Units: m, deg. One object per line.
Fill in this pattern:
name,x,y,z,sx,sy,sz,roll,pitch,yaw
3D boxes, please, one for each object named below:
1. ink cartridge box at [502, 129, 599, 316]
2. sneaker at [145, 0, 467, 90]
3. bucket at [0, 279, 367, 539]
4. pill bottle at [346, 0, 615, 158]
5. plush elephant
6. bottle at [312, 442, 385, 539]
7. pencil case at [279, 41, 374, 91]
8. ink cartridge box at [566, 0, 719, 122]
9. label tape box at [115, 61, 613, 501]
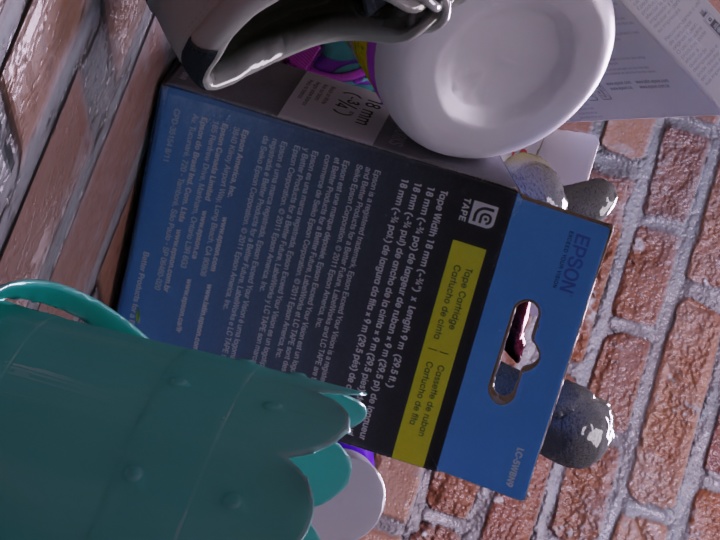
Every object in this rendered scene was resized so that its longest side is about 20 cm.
ink cartridge box,0.034,-0.049,1.280,0.067,0.200,0.117,20,86,-44
sneaker,0.020,-0.120,0.787,0.073,0.200,0.071,59,9,-71
bucket,-0.089,0.109,0.694,0.207,0.134,0.208,17,90,-87
pill bottle,0.027,-0.144,0.954,0.200,0.104,0.104,-119,-147,-46
plush elephant,0.056,-0.009,1.092,0.155,0.200,0.165,-47,124,-43
bottle,-0.039,0.092,1.172,0.200,0.083,0.065,-144,-115,-67
pencil case,-0.009,-0.118,1.164,0.092,0.085,0.200,-34,172,-5
ink cartridge box,0.091,-0.158,1.134,0.041,0.200,0.200,-50,-163,-11
label tape box,0.000,0.000,0.964,0.063,0.200,0.144,-63,170,-63
